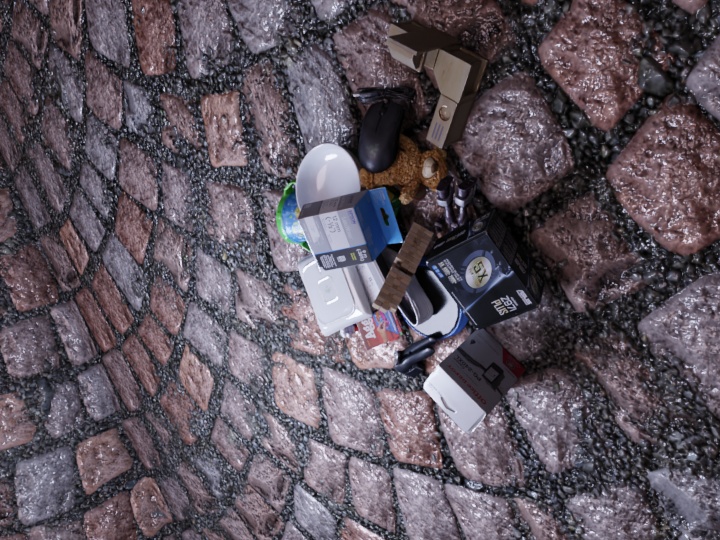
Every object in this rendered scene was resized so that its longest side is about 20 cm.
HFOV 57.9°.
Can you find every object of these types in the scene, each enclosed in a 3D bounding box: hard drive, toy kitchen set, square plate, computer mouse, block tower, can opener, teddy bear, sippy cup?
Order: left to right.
[{"bbox_3d":[-0.123,-0.135,1.644,0.128,0.177,0.143,4,68,37],"label":"sippy cup"},{"bbox_3d":[-0.072,0.043,1.563,0.198,0.028,0.203,-26,83,47],"label":"square plate"},{"bbox_3d":[0.000,0.000,1.529,0.139,0.037,0.204,-36,76,41],"label":"hard drive"},{"bbox_3d":[0.038,-0.308,1.382,0.135,0.053,0.206,3,75,16],"label":"computer mouse"},{"bbox_3d":[0.091,-0.222,1.398,0.196,0.148,0.067,22,166,11],"label":"teddy bear"},{"bbox_3d":[0.094,-0.001,1.443,0.053,0.203,0.058,27,170,1],"label":"block tower"},{"bbox_3d":[0.138,0.206,1.618,0.077,0.065,0.201,14,148,-15],"label":"can opener"},{"bbox_3d":[0.113,-0.371,1.303,0.198,0.162,0.184,36,130,23],"label":"toy kitchen set"}]

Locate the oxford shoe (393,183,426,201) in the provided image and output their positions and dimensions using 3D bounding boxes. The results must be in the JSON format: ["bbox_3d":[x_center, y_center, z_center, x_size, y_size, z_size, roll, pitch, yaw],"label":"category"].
[{"bbox_3d":[0.075,-0.232,1.484,0.201,0.070,0.074,52,159,9],"label":"oxford shoe"}]

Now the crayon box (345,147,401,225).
[{"bbox_3d":[0.002,-0.186,1.545,0.199,0.058,0.120,41,122,22],"label":"crayon box"}]

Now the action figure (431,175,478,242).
[{"bbox_3d":[0.211,-0.104,1.413,0.128,0.070,0.204,18,136,26],"label":"action figure"}]

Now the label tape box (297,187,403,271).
[{"bbox_3d":[-0.021,-0.087,1.421,0.195,0.067,0.146,-9,124,20],"label":"label tape box"}]

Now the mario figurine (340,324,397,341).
[{"bbox_3d":[0.014,0.116,1.626,0.196,0.107,0.124,27,145,0],"label":"mario figurine"}]

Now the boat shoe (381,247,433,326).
[{"bbox_3d":[0.091,0.040,1.529,0.072,0.068,0.203,-33,87,45],"label":"boat shoe"}]

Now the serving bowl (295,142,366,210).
[{"bbox_3d":[-0.059,-0.189,1.506,0.196,0.065,0.206,5,97,37],"label":"serving bowl"}]

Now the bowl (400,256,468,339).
[{"bbox_3d":[0.169,0.069,1.550,0.197,0.039,0.206,19,121,34],"label":"bowl"}]

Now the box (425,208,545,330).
[{"bbox_3d":[0.261,0.004,1.359,0.162,0.087,0.201,-26,110,39],"label":"box"}]

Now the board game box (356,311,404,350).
[{"bbox_3d":[0.024,0.079,1.577,0.101,0.019,0.204,-24,81,17],"label":"board game box"}]

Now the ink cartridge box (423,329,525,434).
[{"bbox_3d":[0.254,0.238,1.442,0.145,0.199,0.084,43,132,15],"label":"ink cartridge box"}]
